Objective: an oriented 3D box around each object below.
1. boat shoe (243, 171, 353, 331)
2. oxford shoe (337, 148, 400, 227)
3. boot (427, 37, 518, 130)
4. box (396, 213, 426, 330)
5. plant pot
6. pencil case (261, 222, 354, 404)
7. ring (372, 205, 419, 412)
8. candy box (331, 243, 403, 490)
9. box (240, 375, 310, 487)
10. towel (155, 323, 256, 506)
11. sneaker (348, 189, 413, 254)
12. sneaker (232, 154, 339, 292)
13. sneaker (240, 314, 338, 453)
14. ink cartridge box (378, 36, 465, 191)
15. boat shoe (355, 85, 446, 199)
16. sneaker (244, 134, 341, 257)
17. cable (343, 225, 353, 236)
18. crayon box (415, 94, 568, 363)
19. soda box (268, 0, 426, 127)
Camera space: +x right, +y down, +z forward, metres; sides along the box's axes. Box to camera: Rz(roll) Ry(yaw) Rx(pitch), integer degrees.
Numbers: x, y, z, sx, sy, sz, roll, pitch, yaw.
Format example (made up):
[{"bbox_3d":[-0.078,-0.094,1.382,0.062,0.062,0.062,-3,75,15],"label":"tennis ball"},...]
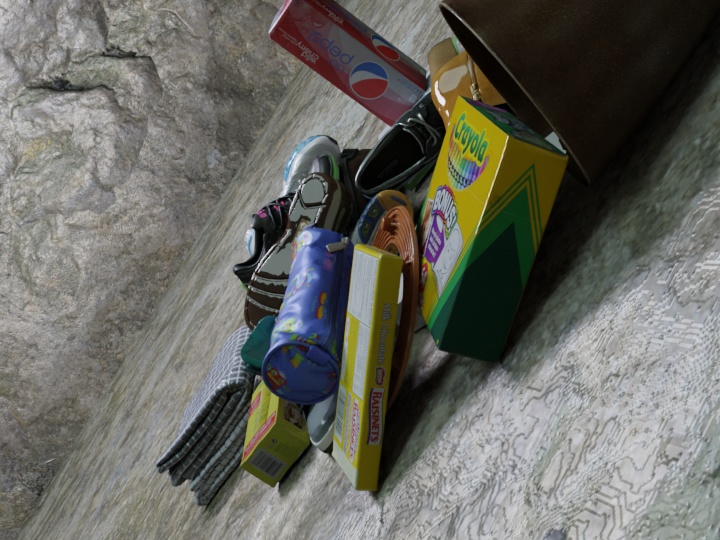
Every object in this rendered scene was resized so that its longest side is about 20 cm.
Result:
[{"bbox_3d":[-0.065,-0.012,1.206,0.074,0.074,0.205,34,100,33],"label":"boat shoe"},{"bbox_3d":[0.013,-0.116,1.318,0.201,0.083,0.074,-81,-14,-62],"label":"oxford shoe"},{"bbox_3d":[0.168,-0.229,1.110,0.199,0.071,0.146,-29,47,15],"label":"boot"},{"bbox_3d":[0.077,-0.032,1.043,0.041,0.038,0.202,-39,24,53],"label":"box"},{"bbox_3d":[0.195,-0.204,0.798,0.199,0.187,0.187,-41,17,7],"label":"plant pot"},{"bbox_3d":[-0.045,0.039,1.034,0.087,0.077,0.202,-51,19,36],"label":"pencil case"},{"bbox_3d":[0.018,0.039,0.975,0.200,0.019,0.205,-173,90,-77],"label":"ring"},{"bbox_3d":[0.004,0.082,0.912,0.102,0.026,0.204,-155,71,-73],"label":"candy box"},{"bbox_3d":[-0.094,0.158,1.187,0.076,0.050,0.201,-50,17,21],"label":"box"},{"bbox_3d":[-0.187,0.186,1.364,0.201,0.085,0.166,-53,15,19],"label":"towel"},{"bbox_3d":[0.000,0.000,1.200,0.201,0.075,0.088,-54,0,1],"label":"sneaker"},{"bbox_3d":[-0.090,-0.060,1.263,0.202,0.083,0.077,-60,18,-3],"label":"sneaker"},{"bbox_3d":[-0.068,0.106,1.074,0.084,0.120,0.200,-54,16,10],"label":"sneaker"},{"bbox_3d":[0.101,-0.208,1.275,0.201,0.059,0.104,-51,16,24],"label":"ink cartridge box"},{"bbox_3d":[0.072,-0.154,1.190,0.200,0.072,0.071,-47,-2,13],"label":"boat shoe"},{"bbox_3d":[-0.082,-0.084,1.361,0.202,0.074,0.087,-59,20,11],"label":"sneaker"},{"bbox_3d":[-0.069,0.020,1.338,0.199,0.069,0.202,-40,20,40],"label":"cable"},{"bbox_3d":[0.098,-0.044,0.867,0.200,0.057,0.176,-109,34,-71],"label":"crayon box"},{"bbox_3d":[-0.014,-0.267,1.255,0.070,0.198,0.064,-47,19,30],"label":"soda box"}]
